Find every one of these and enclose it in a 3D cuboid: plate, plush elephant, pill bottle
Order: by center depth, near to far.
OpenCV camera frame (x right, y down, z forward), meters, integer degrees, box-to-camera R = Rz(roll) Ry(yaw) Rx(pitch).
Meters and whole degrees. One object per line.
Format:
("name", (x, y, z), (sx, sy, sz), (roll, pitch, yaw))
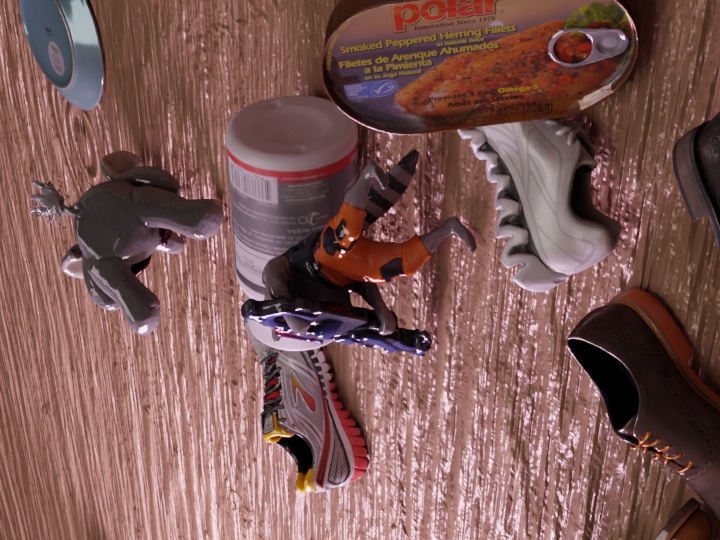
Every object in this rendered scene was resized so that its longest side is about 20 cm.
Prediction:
("pill bottle", (-0.057, -0.039, 1.138), (0.114, 0.113, 0.202), (36, 139, 40))
("plush elephant", (-0.256, -0.046, 1.430), (0.198, 0.155, 0.166), (27, 98, 2))
("plate", (-0.362, -0.284, 1.535), (0.199, 0.025, 0.203), (35, 137, 40))

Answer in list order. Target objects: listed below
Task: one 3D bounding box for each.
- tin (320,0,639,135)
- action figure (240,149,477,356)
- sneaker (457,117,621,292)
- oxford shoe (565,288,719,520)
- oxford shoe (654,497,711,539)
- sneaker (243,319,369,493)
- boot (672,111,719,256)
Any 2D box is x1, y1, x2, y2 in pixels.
("tin", (0.073, -0.142, 0.812), (0.113, 0.197, 0.042), (70, -162, -53))
("action figure", (0.000, 0.000, 1.061), (0.193, 0.199, 0.106), (-35, 55, 29))
("sneaker", (0.116, -0.091, 0.887), (0.080, 0.075, 0.202), (-23, 89, 40))
("oxford shoe", (0.209, 0.111, 0.866), (0.201, 0.072, 0.072), (55, 148, 17))
("oxford shoe", (0.234, 0.234, 0.924), (0.071, 0.071, 0.202), (35, 150, 34))
("sneaker", (-0.067, 0.128, 1.304), (0.202, 0.081, 0.078), (62, 149, 7))
("boot", (0.257, -0.041, 0.688), (0.202, 0.069, 0.174), (61, 150, 12))
